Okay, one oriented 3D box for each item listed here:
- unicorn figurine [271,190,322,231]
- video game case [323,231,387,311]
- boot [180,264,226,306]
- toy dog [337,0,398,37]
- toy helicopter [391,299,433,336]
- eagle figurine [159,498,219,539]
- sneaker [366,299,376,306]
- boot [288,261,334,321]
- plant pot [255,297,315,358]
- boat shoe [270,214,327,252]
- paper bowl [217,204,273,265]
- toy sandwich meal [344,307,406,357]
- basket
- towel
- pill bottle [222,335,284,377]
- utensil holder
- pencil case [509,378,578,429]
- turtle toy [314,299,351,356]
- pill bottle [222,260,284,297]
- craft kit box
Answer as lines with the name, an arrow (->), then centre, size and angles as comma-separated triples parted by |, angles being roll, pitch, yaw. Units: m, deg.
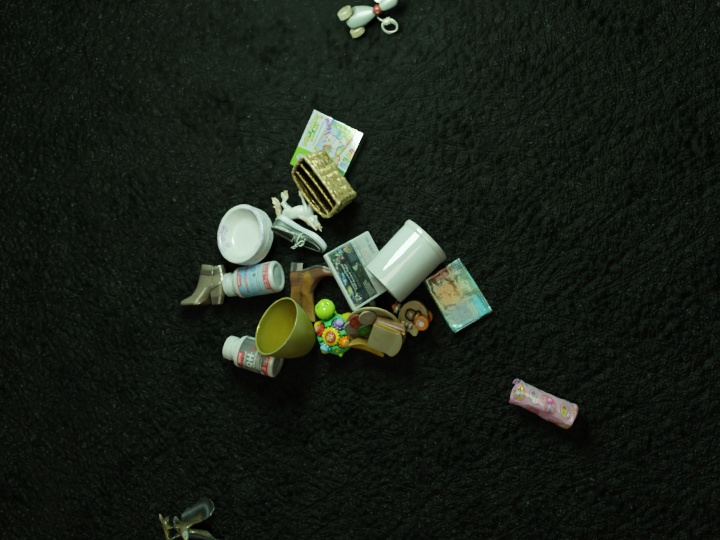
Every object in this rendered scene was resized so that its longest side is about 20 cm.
unicorn figurine -> -0.203, -0.206, 1.765 | 0.198, 0.074, 0.139 | 1, 103, 29
video game case -> 0.000, 0.000, 1.669 | 0.181, 0.023, 0.201 | -30, 94, -28
boot -> -0.565, 0.053, 1.875 | 0.198, 0.070, 0.148 | -4, 85, 14
toy dog -> 0.028, -0.835, 1.657 | 0.198, 0.132, 0.097 | -2, 54, 11
toy helicopter -> 0.131, 0.168, 1.687 | 0.132, 0.079, 0.200 | 47, 115, 2
eagle figurine -> -0.625, 0.952, 1.914 | 0.198, 0.152, 0.153 | -12, 134, -14
sneaker -> 0.002, 0.032, 1.709 | 0.082, 0.078, 0.201 | -32, 101, -19
boot -> -0.161, 0.077, 1.763 | 0.186, 0.068, 0.203 | 4, 96, 10
plant pot -> -0.233, 0.212, 1.723 | 0.199, 0.142, 0.202 | -26, 46, 30
boat shoe -> -0.209, -0.109, 1.739 | 0.198, 0.074, 0.068 | 34, 59, -6
paper bowl -> -0.386, -0.118, 1.781 | 0.199, 0.104, 0.203 | -4, 82, 25
toy sandwich meal -> 0.044, 0.202, 1.643 | 0.203, 0.071, 0.207 | 4, 128, 5
basket -> -0.137, -0.266, 1.660 | 0.142, 0.149, 0.201 | -35, 94, 29
towel -> 0.310, 0.082, 1.660 | 0.146, 0.022, 0.201 | -32, 84, 14
pill bottle -> -0.374, 0.293, 1.806 | 0.198, 0.111, 0.112 | 13, 96, 13
utensil holder -> 0.138, -0.026, 1.602 | 0.200, 0.170, 0.170 | -45, 81, -2
pencil case -> 0.556, 0.405, 1.579 | 0.198, 0.087, 0.088 | 24, 98, 13
turtle toy -> -0.095, 0.193, 1.731 | 0.144, 0.101, 0.202 | -18, 88, 15
pill bottle -> -0.372, 0.035, 1.794 | 0.198, 0.109, 0.110 | -10, 90, 15
craft kit box -> -0.110, -0.406, 1.739 | 0.196, 0.048, 0.202 | 28, 99, 15
